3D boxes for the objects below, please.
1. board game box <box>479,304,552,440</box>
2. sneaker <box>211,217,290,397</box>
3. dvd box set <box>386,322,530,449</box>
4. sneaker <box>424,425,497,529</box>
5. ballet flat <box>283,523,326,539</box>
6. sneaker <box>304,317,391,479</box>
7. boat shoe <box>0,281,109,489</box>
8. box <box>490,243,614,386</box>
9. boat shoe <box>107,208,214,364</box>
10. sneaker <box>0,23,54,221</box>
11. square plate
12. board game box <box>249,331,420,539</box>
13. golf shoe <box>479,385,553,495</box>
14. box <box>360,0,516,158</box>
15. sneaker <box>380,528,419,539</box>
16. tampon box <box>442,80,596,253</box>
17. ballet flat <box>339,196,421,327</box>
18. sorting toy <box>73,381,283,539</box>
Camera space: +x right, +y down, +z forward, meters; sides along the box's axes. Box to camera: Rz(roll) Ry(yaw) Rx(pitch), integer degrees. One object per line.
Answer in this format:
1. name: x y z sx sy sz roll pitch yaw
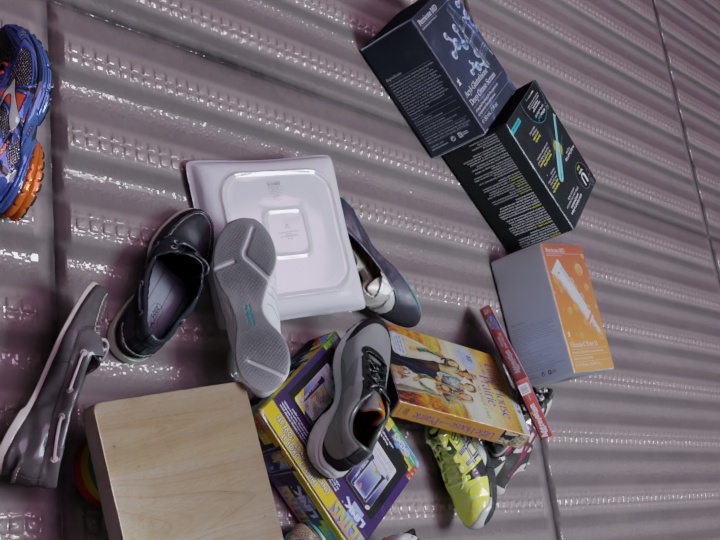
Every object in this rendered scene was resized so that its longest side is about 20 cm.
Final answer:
1. board game box: 0.211 0.136 1.391 0.200 0.019 0.103 -106 171 -64
2. sneaker: -0.121 0.042 1.092 0.070 0.080 0.201 -5 70 -11
3. dvd box set: 0.111 0.144 1.283 0.199 0.029 0.147 19 33 -25
4. sneaker: 0.118 0.236 1.306 0.076 0.075 0.201 11 54 -37
5. ballet flat: -0.026 0.366 1.092 0.075 0.068 0.200 -42 101 -26
6. sneaker: 0.006 0.137 1.125 0.074 0.079 0.201 39 47 -27
7. boat shoe: -0.264 0.105 0.923 0.057 0.067 0.201 23 59 -6
8. box: 0.294 0.068 1.550 0.124 0.097 0.201 0 73 -48
9. boat shoe: -0.192 0.006 1.052 0.075 0.066 0.200 46 48 -21
10. sneaker: -0.342 -0.149 0.959 0.078 0.075 0.201 15 60 -40
11. square plate: -0.092 -0.041 1.182 0.199 0.028 0.199 -7 80 -34
12. board game box: -0.034 0.198 1.156 0.200 0.057 0.165 59 42 -11
13. golf shoe: 0.213 0.229 1.421 0.200 0.077 0.088 -35 120 -47
14. box: 0.120 -0.299 1.516 0.200 0.107 0.149 53 42 -16
15. sneaker: 0.037 0.317 1.084 0.074 0.080 0.200 53 -2 3
16. tampon box: 0.252 -0.160 1.585 0.200 0.126 0.150 54 42 -17
17. ballet flat: 0.000 0.000 1.276 0.200 0.073 0.073 56 41 -5
18. sorting toy: -0.176 0.220 0.963 0.200 0.069 0.200 -1 72 -55
